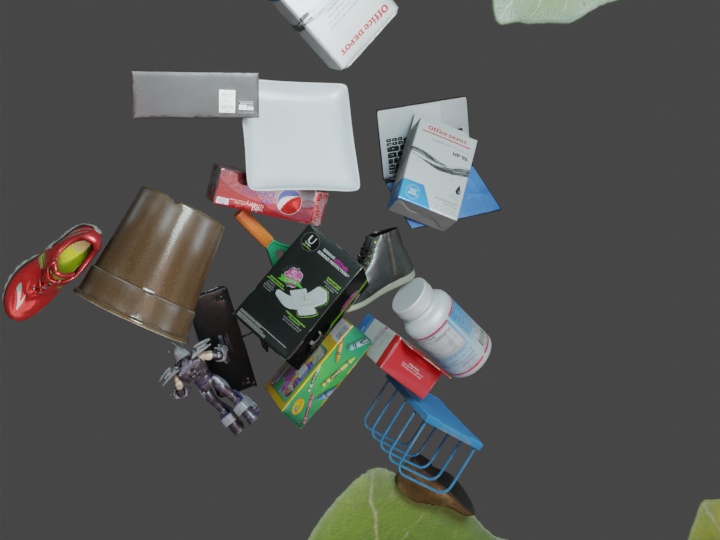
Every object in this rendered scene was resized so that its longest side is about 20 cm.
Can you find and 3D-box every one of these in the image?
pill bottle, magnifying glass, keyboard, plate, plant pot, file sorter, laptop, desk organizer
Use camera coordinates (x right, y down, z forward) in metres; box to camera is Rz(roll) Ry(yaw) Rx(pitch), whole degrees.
[{"bbox_3d":[0.154,0.108,1.616,0.109,0.109,0.200,-48,115,-5],"label":"pill bottle"},{"bbox_3d":[-0.151,-0.035,1.506,0.080,0.022,0.200,-46,117,-6],"label":"magnifying glass"},{"bbox_3d":[-0.226,0.122,1.514,0.126,0.021,0.202,-18,110,-11],"label":"keyboard"},{"bbox_3d":[-0.107,-0.225,1.430,0.197,0.032,0.203,-2,74,-22],"label":"plate"},{"bbox_3d":[-0.326,-0.015,1.355,0.199,0.200,0.200,28,84,-25],"label":"plant pot"},{"bbox_3d":[0.109,0.308,1.601,0.138,0.200,0.123,31,95,-26],"label":"file sorter"},{"bbox_3d":[0.143,-0.200,1.530,0.185,0.116,0.203,-13,108,-19],"label":"laptop"},{"bbox_3d":[-0.267,-0.284,1.354,0.197,0.077,0.073,-3,105,-17],"label":"desk organizer"}]

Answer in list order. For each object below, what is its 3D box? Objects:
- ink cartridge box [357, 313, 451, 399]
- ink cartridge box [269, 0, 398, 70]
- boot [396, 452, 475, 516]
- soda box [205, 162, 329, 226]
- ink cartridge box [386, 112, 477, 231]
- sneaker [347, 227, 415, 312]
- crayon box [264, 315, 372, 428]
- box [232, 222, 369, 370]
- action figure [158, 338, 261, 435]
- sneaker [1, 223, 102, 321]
[{"bbox_3d":[0.071,0.161,1.545,0.116,0.200,0.068,38,88,-25],"label":"ink cartridge box"},{"bbox_3d":[-0.058,-0.458,1.399,0.147,0.086,0.200,-47,116,-5],"label":"ink cartridge box"},{"bbox_3d":[0.155,0.456,1.738,0.199,0.074,0.075,40,106,-21],"label":"boot"},{"bbox_3d":[-0.160,-0.129,1.449,0.198,0.070,0.064,12,99,-24],"label":"soda box"},{"bbox_3d":[0.131,-0.187,1.481,0.115,0.068,0.202,20,71,-11],"label":"ink cartridge box"},{"bbox_3d":[0.000,0.000,1.553,0.199,0.075,0.107,-28,107,-23],"label":"sneaker"},{"bbox_3d":[-0.079,0.174,1.532,0.058,0.119,0.201,41,86,-25],"label":"crayon box"},{"bbox_3d":[-0.095,0.048,1.435,0.124,0.149,0.200,39,84,12],"label":"box"},{"bbox_3d":[-0.267,0.201,1.483,0.130,0.070,0.200,-37,105,13],"label":"action figure"},{"bbox_3d":[-0.492,0.002,1.338,0.200,0.085,0.077,-47,114,-5],"label":"sneaker"}]
